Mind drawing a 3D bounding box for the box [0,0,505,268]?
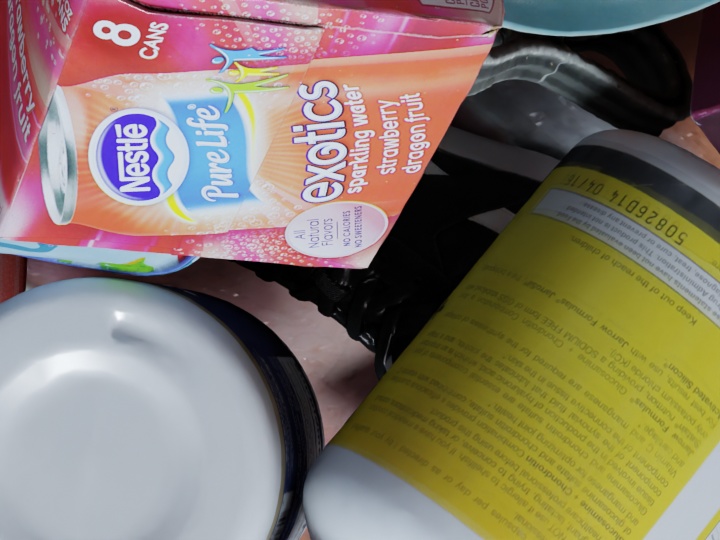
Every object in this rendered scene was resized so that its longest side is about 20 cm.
[{"bbox_3d":[-0.037,-0.111,0.638,0.095,0.200,0.100,5,146,-18],"label":"box"}]

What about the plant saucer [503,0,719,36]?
[{"bbox_3d":[0.092,-0.145,0.709,0.200,0.027,0.200,-20,145,-15],"label":"plant saucer"}]

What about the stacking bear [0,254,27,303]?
[{"bbox_3d":[-0.222,0.020,0.909,0.200,0.122,0.114,6,129,3],"label":"stacking bear"}]

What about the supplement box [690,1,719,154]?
[{"bbox_3d":[0.200,-0.028,0.836,0.110,0.086,0.200,-17,131,33],"label":"supplement box"}]

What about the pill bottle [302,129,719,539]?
[{"bbox_3d":[0.053,0.063,0.819,0.200,0.112,0.112,-50,146,-12],"label":"pill bottle"}]

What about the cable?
[{"bbox_3d":[0.052,-0.079,0.800,0.200,0.097,0.050,23,126,-41],"label":"cable"}]

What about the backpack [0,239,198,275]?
[{"bbox_3d":[-0.112,-0.077,0.759,0.200,0.154,0.163,-1,144,-32],"label":"backpack"}]

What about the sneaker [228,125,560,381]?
[{"bbox_3d":[0.000,0.000,0.896,0.200,0.112,0.073,13,143,-25],"label":"sneaker"}]

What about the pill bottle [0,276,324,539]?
[{"bbox_3d":[-0.070,0.060,0.879,0.111,0.111,0.200,-8,177,5],"label":"pill bottle"}]
